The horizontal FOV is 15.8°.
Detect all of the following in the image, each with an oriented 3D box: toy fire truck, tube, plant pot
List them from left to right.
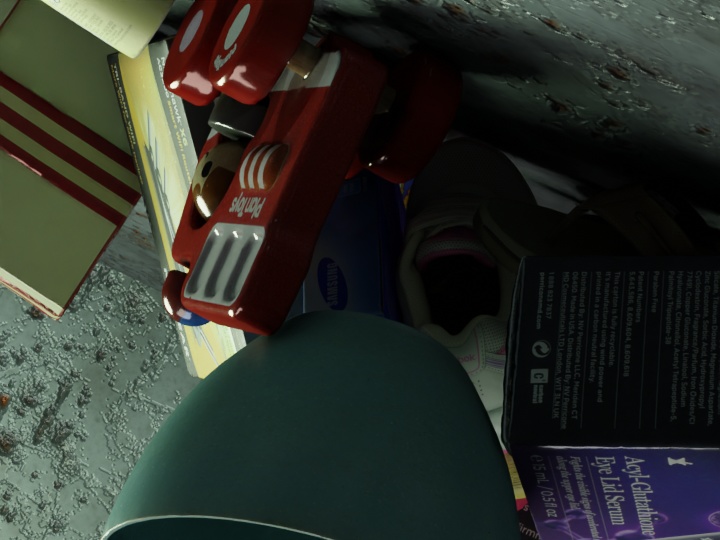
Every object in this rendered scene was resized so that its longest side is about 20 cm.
[{"bbox_3d":[-0.187,-0.182,1.335,0.200,0.052,0.058,30,131,-12],"label":"tube"},{"bbox_3d":[-0.048,-0.050,1.290,0.112,0.168,0.200,28,173,-19],"label":"toy fire truck"},{"bbox_3d":[-0.010,0.099,1.229,0.199,0.135,0.200,12,153,6],"label":"plant pot"}]

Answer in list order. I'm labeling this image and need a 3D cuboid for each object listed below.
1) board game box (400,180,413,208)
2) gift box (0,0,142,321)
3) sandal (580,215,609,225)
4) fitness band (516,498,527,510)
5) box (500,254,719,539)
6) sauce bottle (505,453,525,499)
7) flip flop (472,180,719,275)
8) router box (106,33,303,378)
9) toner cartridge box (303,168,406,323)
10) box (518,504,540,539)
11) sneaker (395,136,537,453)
[{"bbox_3d":[0.066,0.025,1.599,0.045,0.135,0.200,19,170,42],"label":"board game box"},{"bbox_3d":[-0.228,-0.075,1.614,0.186,0.200,0.185,35,168,-4],"label":"gift box"},{"bbox_3d":[0.179,0.021,1.389,0.200,0.055,0.082,22,-163,33],"label":"sandal"},{"bbox_3d":[0.065,0.058,1.453,0.144,0.200,0.037,42,169,15],"label":"fitness band"},{"bbox_3d":[0.179,0.070,1.253,0.199,0.105,0.148,0,151,14],"label":"box"},{"bbox_3d":[0.143,0.084,1.392,0.199,0.065,0.065,-6,179,-11],"label":"sauce bottle"},{"bbox_3d":[0.156,-0.014,1.301,0.199,0.058,0.081,11,-155,3],"label":"flip flop"},{"bbox_3d":[-0.081,-0.036,1.469,0.052,0.201,0.157,-16,-175,-17],"label":"router box"},{"bbox_3d":[0.000,0.000,1.380,0.043,0.200,0.095,-11,126,7],"label":"toner cartridge box"},{"bbox_3d":[0.185,0.105,1.504,0.199,0.197,0.124,23,174,22],"label":"box"},{"bbox_3d":[0.060,-0.004,1.358,0.081,0.200,0.088,-10,137,6],"label":"sneaker"}]
